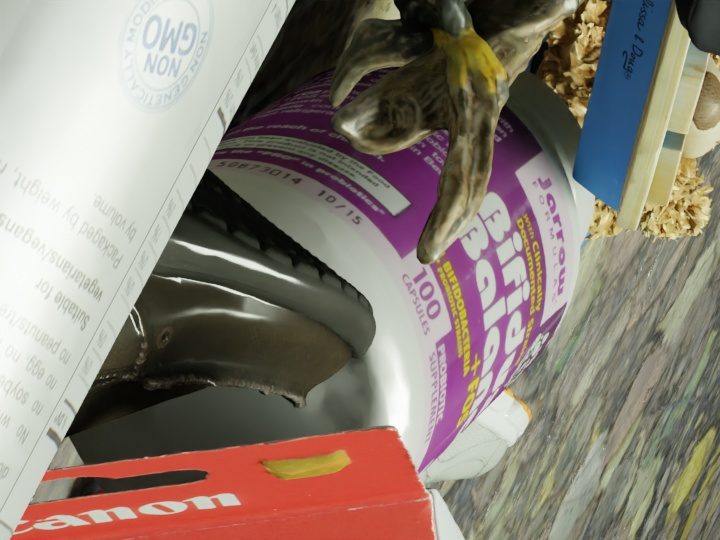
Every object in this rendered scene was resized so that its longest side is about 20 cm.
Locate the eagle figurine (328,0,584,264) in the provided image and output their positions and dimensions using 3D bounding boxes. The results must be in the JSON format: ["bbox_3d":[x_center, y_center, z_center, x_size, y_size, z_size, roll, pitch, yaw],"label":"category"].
[{"bbox_3d":[0.012,-0.132,0.737,0.152,0.151,0.200,-116,-178,-57],"label":"eagle figurine"}]

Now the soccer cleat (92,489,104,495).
[{"bbox_3d":[-0.044,0.147,0.953,0.200,0.068,0.085,67,37,-44],"label":"soccer cleat"}]

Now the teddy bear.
[{"bbox_3d":[0.123,-0.077,1.132,0.145,0.067,0.200,-70,165,4],"label":"teddy bear"}]

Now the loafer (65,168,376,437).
[{"bbox_3d":[-0.071,0.004,0.686,0.200,0.073,0.071,20,105,-55],"label":"loafer"}]

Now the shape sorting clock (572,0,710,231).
[{"bbox_3d":[0.107,-0.108,0.881,0.200,0.039,0.200,18,90,-83],"label":"shape sorting clock"}]

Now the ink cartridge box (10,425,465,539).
[{"bbox_3d":[-0.053,0.091,0.752,0.200,0.160,0.050,63,19,-74],"label":"ink cartridge box"}]

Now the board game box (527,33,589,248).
[{"bbox_3d":[0.071,-0.056,1.186,0.151,0.037,0.200,-52,159,-43],"label":"board game box"}]

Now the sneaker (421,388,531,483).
[{"bbox_3d":[-0.003,0.058,1.068,0.092,0.076,0.200,-57,158,-1],"label":"sneaker"}]

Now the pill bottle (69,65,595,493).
[{"bbox_3d":[0.000,0.000,0.876,0.200,0.112,0.113,-39,151,-60],"label":"pill bottle"}]

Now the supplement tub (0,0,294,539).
[{"bbox_3d":[-0.086,-0.039,0.468,0.200,0.132,0.132,-62,165,-10],"label":"supplement tub"}]

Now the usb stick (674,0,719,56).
[{"bbox_3d":[0.107,-0.141,0.745,0.056,0.033,0.200,103,0,-55],"label":"usb stick"}]
